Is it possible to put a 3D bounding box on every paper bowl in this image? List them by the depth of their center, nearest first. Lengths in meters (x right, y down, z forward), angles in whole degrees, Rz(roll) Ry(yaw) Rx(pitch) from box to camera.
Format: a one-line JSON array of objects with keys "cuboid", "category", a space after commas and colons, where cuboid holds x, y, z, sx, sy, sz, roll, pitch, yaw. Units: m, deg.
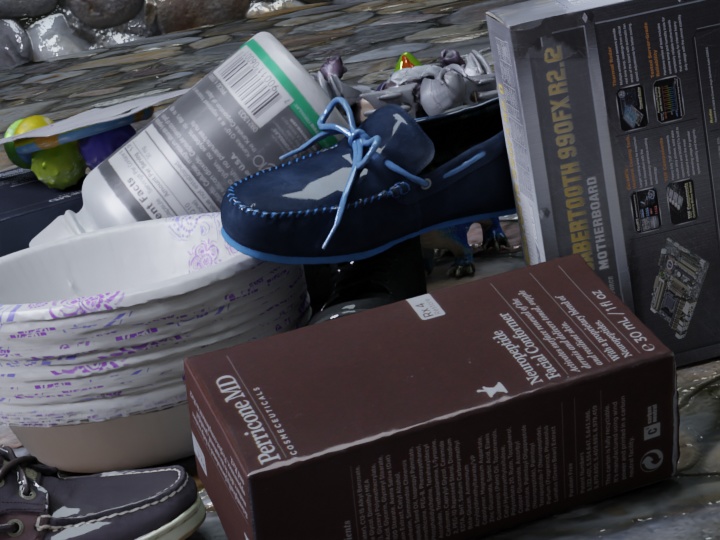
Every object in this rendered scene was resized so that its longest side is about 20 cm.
[{"cuboid": [-0.123, 0.041, 1.084, 0.199, 0.105, 0.201, -11, 13, 3], "category": "paper bowl"}]

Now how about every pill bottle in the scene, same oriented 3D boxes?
[{"cuboid": [-0.100, -0.044, 1.231, 0.200, 0.113, 0.113, -39, 15, 0], "category": "pill bottle"}]

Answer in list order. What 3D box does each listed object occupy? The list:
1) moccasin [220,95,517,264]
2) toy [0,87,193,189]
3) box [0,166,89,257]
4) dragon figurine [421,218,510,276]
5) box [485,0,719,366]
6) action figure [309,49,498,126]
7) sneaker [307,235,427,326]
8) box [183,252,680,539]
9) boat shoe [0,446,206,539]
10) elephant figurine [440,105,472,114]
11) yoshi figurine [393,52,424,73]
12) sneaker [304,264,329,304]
[{"cuboid": [0.014, -0.059, 1.037, 0.199, 0.069, 0.080, -18, 43, -34], "category": "moccasin"}, {"cuboid": [-0.186, -0.082, 1.319, 0.115, 0.048, 0.200, -21, 13, -27], "category": "toy"}, {"cuboid": [-0.262, 0.007, 1.332, 0.199, 0.105, 0.182, -19, 15, -30], "category": "box"}, {"cuboid": [0.060, -0.056, 1.343, 0.058, 0.100, 0.200, -3, 16, 29], "category": "dragon figurine"}, {"cuboid": [0.159, -0.051, 1.032, 0.157, 0.202, 0.048, -13, 17, -7], "category": "box"}, {"cuboid": [0.018, -0.116, 1.340, 0.129, 0.070, 0.200, 1, -4, -28], "category": "action figure"}, {"cuboid": [0.003, -0.001, 1.080, 0.060, 0.105, 0.200, -10, -7, 10], "category": "sneaker"}, {"cuboid": [0.031, 0.065, 0.882, 0.199, 0.075, 0.100, -16, 33, -15], "category": "box"}, {"cuboid": [-0.172, 0.113, 0.912, 0.198, 0.065, 0.072, -10, 12, -1], "category": "boat shoe"}, {"cuboid": [0.154, -0.042, 1.159, 0.198, 0.143, 0.155, -7, -2, -10], "category": "elephant figurine"}, {"cuboid": [0.058, -0.108, 1.634, 0.111, 0.113, 0.200, 30, -1, -1], "category": "yoshi figurine"}, {"cuboid": [-0.024, -0.021, 1.358, 0.090, 0.077, 0.200, -4, 23, 3], "category": "sneaker"}]
